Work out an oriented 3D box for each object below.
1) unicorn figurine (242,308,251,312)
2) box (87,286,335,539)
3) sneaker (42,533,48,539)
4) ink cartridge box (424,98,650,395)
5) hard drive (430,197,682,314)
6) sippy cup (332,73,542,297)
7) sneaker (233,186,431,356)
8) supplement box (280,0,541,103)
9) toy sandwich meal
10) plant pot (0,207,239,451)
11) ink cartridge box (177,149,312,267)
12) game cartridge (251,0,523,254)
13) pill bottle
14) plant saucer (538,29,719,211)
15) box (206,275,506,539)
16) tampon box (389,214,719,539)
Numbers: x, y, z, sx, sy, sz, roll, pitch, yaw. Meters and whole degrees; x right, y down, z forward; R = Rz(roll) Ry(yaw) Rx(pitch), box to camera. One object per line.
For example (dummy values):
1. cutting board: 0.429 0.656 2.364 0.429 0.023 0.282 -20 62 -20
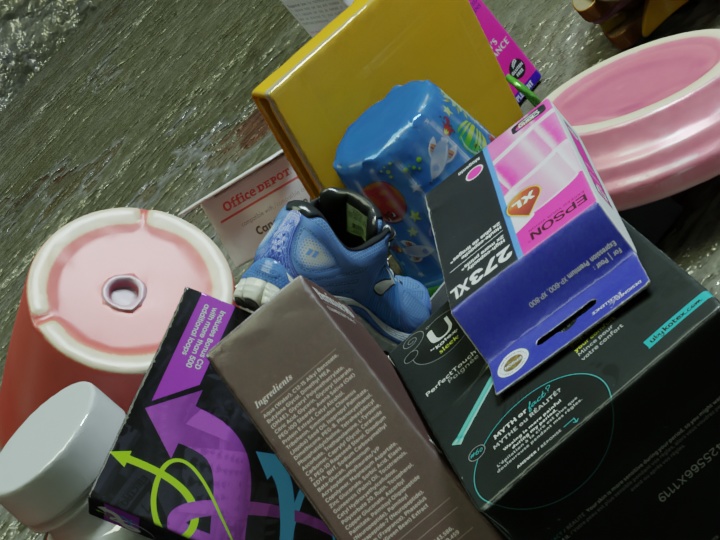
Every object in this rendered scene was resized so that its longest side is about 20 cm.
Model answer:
1. unicorn figurine: -0.126 0.086 1.297 0.137 0.074 0.201 -5 57 20
2. box: -0.039 0.110 0.926 0.036 0.199 0.144 111 -179 -64
3. sneaker: -0.172 0.228 1.153 0.087 0.074 0.200 -31 26 -5
4. ink cartridge box: 0.088 -0.019 0.843 0.095 0.037 0.200 -38 24 14
5. hard drive: 0.111 0.011 1.066 0.200 0.042 0.135 -47 23 -7
6. sippy cup: 0.054 -0.066 1.181 0.139 0.130 0.178 -9 40 53
7. sneaker: 0.000 0.000 1.000 0.078 0.200 0.090 23 92 25
8. supplement box: 0.041 -0.198 1.338 0.101 0.200 0.103 -50 23 -16
9. toy sandwich meal: 0.258 -0.254 1.256 0.205 0.070 0.206 -31 25 16
10. plant pot: -0.166 0.064 1.140 0.178 0.199 0.201 101 -166 -52
11. ink cartridge box: -0.053 -0.068 1.348 0.116 0.068 0.200 -29 1 32
12. game cartridge: 0.027 -0.128 1.243 0.200 0.177 0.032 -45 33 -25
13. pill bottle: -0.130 0.167 0.993 0.114 0.200 0.115 -35 24 18
14. plant saucer: 0.190 -0.105 1.055 0.200 0.051 0.201 -22 20 8
15. box: 0.013 0.106 0.847 0.075 0.200 0.100 -41 -18 4
16. tampon box: 0.127 0.072 0.825 0.150 0.126 0.200 -41 22 4
